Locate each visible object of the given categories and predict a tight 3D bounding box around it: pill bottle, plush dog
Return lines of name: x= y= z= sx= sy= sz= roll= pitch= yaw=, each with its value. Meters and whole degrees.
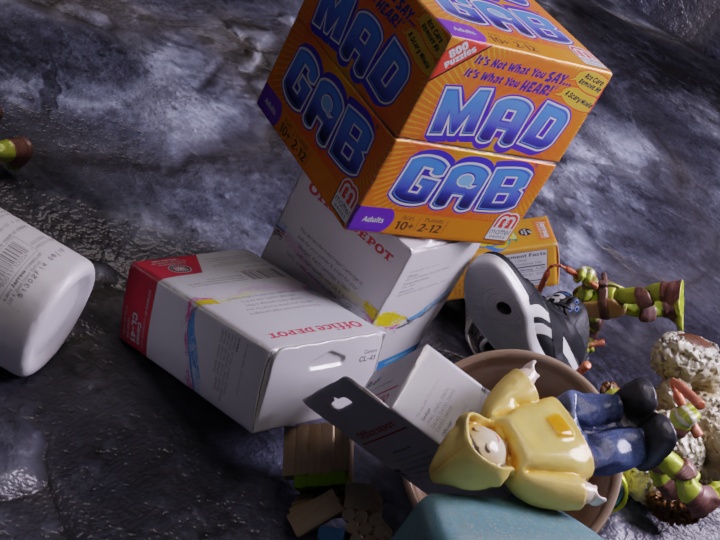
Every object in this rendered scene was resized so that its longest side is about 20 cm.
pill bottle: x=-0.337 y=-0.006 z=0.996 sx=0.200 sy=0.114 sz=0.114 roll=30 pitch=30 yaw=2
plush dog: x=0.340 y=0.189 z=1.282 sx=0.172 sy=0.161 sz=0.200 roll=-18 pitch=56 yaw=-27

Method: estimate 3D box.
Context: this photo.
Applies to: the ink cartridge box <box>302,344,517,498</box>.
ink cartridge box: x=0.063 y=0.131 z=0.970 sx=0.200 sy=0.116 sz=0.067 roll=37 pitch=64 yaw=-8

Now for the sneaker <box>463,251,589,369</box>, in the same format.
sneaker: x=0.181 y=0.039 z=1.247 sx=0.112 sy=0.073 sz=0.200 roll=-51 pitch=125 yaw=-37

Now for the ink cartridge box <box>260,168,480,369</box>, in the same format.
ink cartridge box: x=0.000 y=0.000 z=1.186 sx=0.147 sy=0.200 sz=0.145 roll=43 pitch=33 yaw=22

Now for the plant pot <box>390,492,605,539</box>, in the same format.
plant pot: x=0.098 y=0.273 z=0.846 sx=0.195 sy=0.196 sz=0.200 roll=10 pitch=39 yaw=-29

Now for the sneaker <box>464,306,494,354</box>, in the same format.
sneaker: x=0.155 y=0.054 z=1.371 sx=0.080 sy=0.077 sz=0.200 roll=2 pitch=37 yaw=-23

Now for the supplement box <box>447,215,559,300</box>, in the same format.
supplement box: x=0.125 y=-0.011 z=1.359 sx=0.200 sy=0.069 sz=0.067 roll=-7 pitch=36 yaw=-4

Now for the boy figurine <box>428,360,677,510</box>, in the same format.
boy figurine: x=0.139 y=0.124 z=0.899 sx=0.200 sy=0.064 sz=0.125 roll=-2 pitch=57 yaw=-29

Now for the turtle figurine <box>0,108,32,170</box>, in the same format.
turtle figurine: x=-0.410 y=-0.127 z=1.154 sx=0.200 sy=0.064 sz=0.161 roll=36 pitch=29 yaw=10

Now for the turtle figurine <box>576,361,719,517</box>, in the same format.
turtle figurine: x=0.281 y=0.166 z=1.125 sx=0.161 sy=0.200 sz=0.064 roll=48 pitch=68 yaw=-17

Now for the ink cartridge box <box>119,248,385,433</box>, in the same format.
ink cartridge box: x=-0.102 y=0.058 z=1.078 sx=0.147 sy=0.086 sz=0.200 roll=-6 pitch=29 yaw=-46

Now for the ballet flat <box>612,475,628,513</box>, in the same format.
ballet flat: x=0.197 y=0.179 z=1.234 sx=0.200 sy=0.067 sz=0.067 roll=40 pitch=10 yaw=13

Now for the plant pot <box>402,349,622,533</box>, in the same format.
plant pot: x=0.140 y=0.181 z=1.096 sx=0.201 sy=0.201 sz=0.093 roll=41 pitch=-10 yaw=20

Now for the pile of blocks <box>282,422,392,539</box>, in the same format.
pile of blocks: x=-0.009 y=0.221 z=1.003 sx=0.200 sy=0.082 sz=0.062 roll=62 pitch=-1 yaw=30

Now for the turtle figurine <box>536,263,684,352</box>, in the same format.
turtle figurine: x=0.287 y=0.042 z=1.349 sx=0.161 sy=0.200 sz=0.065 roll=1 pitch=53 yaw=16

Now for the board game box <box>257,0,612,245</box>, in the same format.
board game box: x=0.061 y=-0.167 z=1.092 sx=0.200 sy=0.200 sz=0.200 roll=3 pitch=38 yaw=-38
